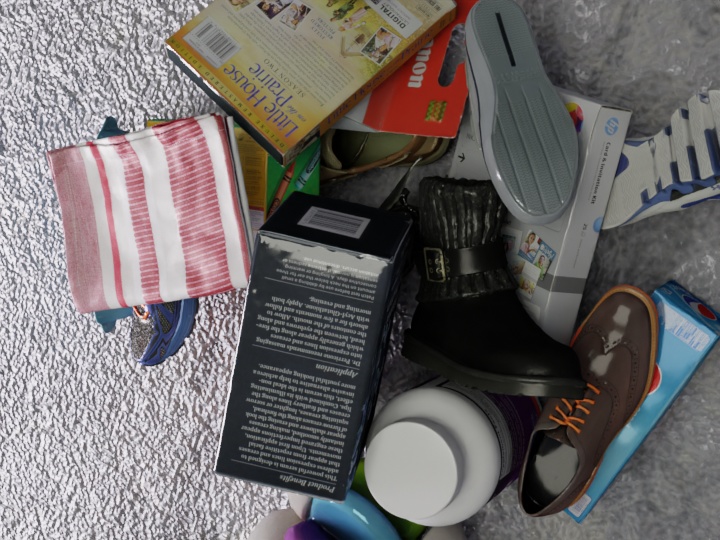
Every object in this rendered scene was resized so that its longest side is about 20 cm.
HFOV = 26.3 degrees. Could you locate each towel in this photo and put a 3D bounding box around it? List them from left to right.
[{"bbox_3d":[-0.174,-0.044,1.266,0.200,0.023,0.144,-8,94,35],"label":"towel"}]

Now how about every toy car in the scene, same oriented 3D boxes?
[{"bbox_3d":[-0.020,0.257,1.347,0.175,0.150,0.200,36,109,16],"label":"toy car"}]

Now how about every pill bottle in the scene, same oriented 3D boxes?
[{"bbox_3d":[0.075,0.142,1.264,0.112,0.200,0.113,3,98,22],"label":"pill bottle"}]

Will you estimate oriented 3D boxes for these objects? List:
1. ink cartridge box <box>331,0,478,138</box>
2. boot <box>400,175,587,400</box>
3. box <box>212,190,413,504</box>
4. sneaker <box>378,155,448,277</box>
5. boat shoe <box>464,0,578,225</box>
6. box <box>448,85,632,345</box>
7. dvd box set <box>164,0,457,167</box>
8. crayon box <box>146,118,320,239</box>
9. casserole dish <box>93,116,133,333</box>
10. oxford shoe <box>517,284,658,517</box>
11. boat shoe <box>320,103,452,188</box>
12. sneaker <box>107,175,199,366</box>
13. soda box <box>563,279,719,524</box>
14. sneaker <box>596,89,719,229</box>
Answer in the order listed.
[{"bbox_3d":[0.001,-0.198,1.301,0.199,0.050,0.163,7,69,26],"label":"ink cartridge box"},{"bbox_3d":[0.104,0.010,1.197,0.211,0.079,0.158,19,102,53],"label":"boot"},{"bbox_3d":[-0.034,0.056,1.211,0.107,0.148,0.201,13,106,4],"label":"box"},{"bbox_3d":[0.002,0.002,1.305,0.060,0.104,0.200,34,70,-7],"label":"sneaker"},{"bbox_3d":[0.124,-0.117,1.207,0.073,0.067,0.201,-3,65,-7],"label":"boat shoe"},{"bbox_3d":[0.132,-0.054,1.267,0.156,0.041,0.201,27,109,50],"label":"box"},{"bbox_3d":[-0.040,-0.198,1.270,0.200,0.029,0.146,-43,74,-15],"label":"dvd box set"},{"bbox_3d":[-0.116,-0.071,1.355,0.200,0.058,0.119,11,102,51],"label":"crayon box"},{"bbox_3d":[-0.216,-0.041,1.422,0.039,0.121,0.201,3,97,5],"label":"casserole dish"},{"bbox_3d":[0.179,0.108,1.208,0.071,0.073,0.200,24,106,18],"label":"oxford shoe"},{"bbox_3d":[-0.020,-0.114,1.343,0.200,0.074,0.076,-11,91,27],"label":"boat shoe"},{"bbox_3d":[-0.189,-0.012,1.345,0.075,0.078,0.201,21,112,51],"label":"sneaker"},{"bbox_3d":[0.219,0.107,1.269,0.064,0.068,0.200,38,109,13],"label":"soda box"},{"bbox_3d":[0.266,-0.077,1.217,0.199,0.115,0.081,-22,66,54],"label":"sneaker"}]
